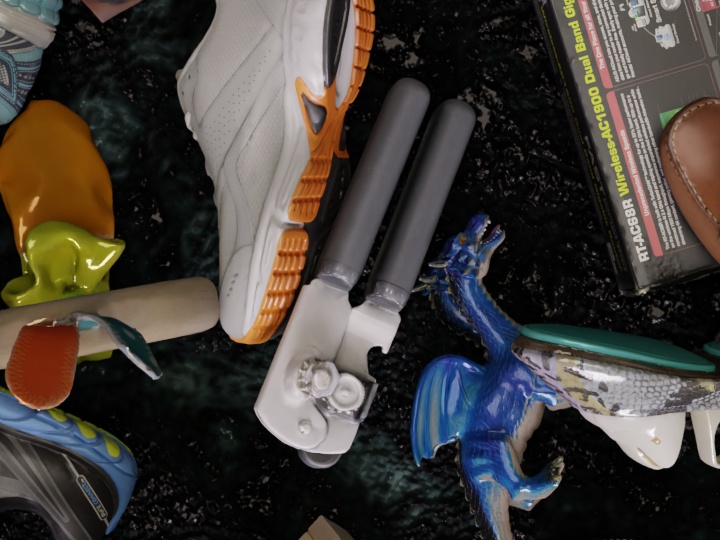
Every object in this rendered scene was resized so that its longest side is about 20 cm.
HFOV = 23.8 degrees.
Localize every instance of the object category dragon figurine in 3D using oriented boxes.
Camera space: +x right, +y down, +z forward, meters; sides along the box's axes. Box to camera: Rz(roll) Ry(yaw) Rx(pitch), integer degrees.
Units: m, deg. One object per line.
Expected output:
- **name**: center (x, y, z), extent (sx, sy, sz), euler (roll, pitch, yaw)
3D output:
- **dragon figurine**: center (0.055, 0.075, 0.859), extent (0.099, 0.059, 0.200), euler (17, 84, 4)

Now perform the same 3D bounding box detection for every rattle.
- **rattle**: center (-0.134, -0.015, 0.795), extent (0.130, 0.200, 0.143), euler (6, 89, 6)

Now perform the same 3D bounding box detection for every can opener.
- **can opener**: center (0.000, 0.000, 0.866), extent (0.053, 0.066, 0.200), euler (23, 80, -9)

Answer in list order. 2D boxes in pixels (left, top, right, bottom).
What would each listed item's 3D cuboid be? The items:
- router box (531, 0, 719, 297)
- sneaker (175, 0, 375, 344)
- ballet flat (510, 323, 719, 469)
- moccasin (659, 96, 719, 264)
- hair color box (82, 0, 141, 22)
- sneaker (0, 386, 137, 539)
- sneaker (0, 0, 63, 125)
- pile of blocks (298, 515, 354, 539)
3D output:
- **router box**: center (0.177, -0.101, 0.862), extent (0.150, 0.062, 0.200), euler (-16, 88, 0)
- **sneaker**: center (-0.054, -0.065, 0.871), extent (0.092, 0.076, 0.201), euler (11, 91, 22)
- **ballet flat**: center (0.161, 0.063, 0.827), extent (0.200, 0.072, 0.072), euler (2, 88, -27)
- **moccasin**: center (0.212, -0.001, 0.779), extent (0.074, 0.078, 0.202), euler (-33, 74, 0)
- **hair color box**: center (-0.065, -0.205, 0.847), extent (0.200, 0.111, 0.064), euler (-28, 88, 1)
- **sneaker**: center (-0.213, 0.089, 0.859), extent (0.199, 0.071, 0.083), euler (23, 83, -1)
- **sneaker**: center (-0.257, -0.126, 0.866), extent (0.200, 0.078, 0.087), euler (14, 92, 2)
- **pile of blocks**: center (-0.075, 0.169, 0.845), extent (0.200, 0.062, 0.082), euler (-2, 121, -32)
